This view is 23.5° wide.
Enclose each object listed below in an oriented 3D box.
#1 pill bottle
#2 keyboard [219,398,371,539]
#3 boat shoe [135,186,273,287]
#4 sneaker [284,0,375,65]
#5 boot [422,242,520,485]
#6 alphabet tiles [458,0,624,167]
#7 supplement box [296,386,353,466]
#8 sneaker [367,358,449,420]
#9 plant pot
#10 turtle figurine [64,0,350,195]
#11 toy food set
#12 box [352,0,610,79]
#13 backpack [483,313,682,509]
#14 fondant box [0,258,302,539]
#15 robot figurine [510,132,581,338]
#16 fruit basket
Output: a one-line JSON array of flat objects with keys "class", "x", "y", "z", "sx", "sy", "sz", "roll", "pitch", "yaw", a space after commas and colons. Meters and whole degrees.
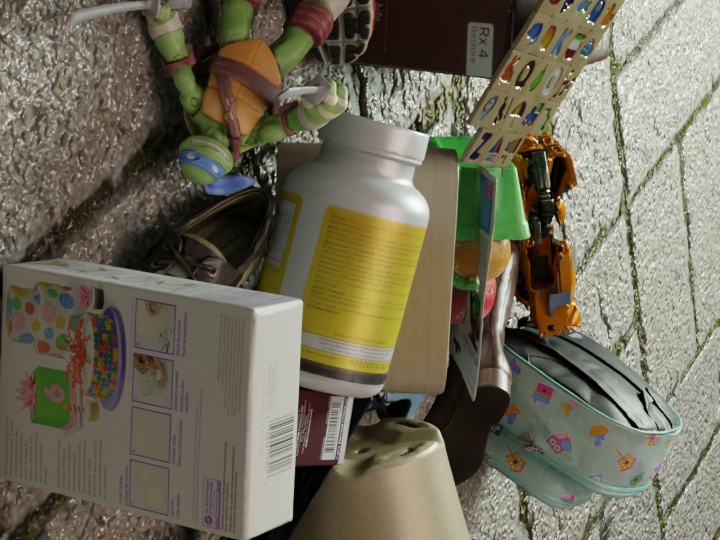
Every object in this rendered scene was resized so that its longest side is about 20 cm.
[{"class": "pill bottle", "x": -0.013, "y": -0.014, "z": 1.285, "sx": 0.112, "sy": 0.112, "sz": 0.200, "roll": 6, "pitch": 100, "yaw": -60}, {"class": "keyboard", "x": -0.074, "y": 0.164, "z": 1.334, "sx": 0.040, "sy": 0.104, "sz": 0.200, "roll": 51, "pitch": 51, "yaw": -23}, {"class": "boat shoe", "x": -0.122, "y": 0.000, "z": 1.211, "sx": 0.200, "sy": 0.073, "sz": 0.065, "roll": -55, "pitch": 172, "yaw": -51}, {"class": "sneaker", "x": -0.013, "y": -0.259, "z": 1.338, "sx": 0.085, "sy": 0.077, "sz": 0.200, "roll": -42, "pitch": 133, "yaw": -54}, {"class": "boot", "x": 0.095, "y": 0.088, "z": 1.629, "sx": 0.186, "sy": 0.064, "sz": 0.200, "roll": -53, "pitch": -158, "yaw": 40}, {"class": "alphabet tiles", "x": 0.148, "y": -0.168, "z": 1.367, "sx": 0.200, "sy": 0.006, "sz": 0.166, "roll": -59, "pitch": 159, "yaw": 15}, {"class": "supplement box", "x": -0.102, "y": 0.105, "z": 1.252, "sx": 0.200, "sy": 0.109, "sz": 0.061, "roll": 9, "pitch": 91, "yaw": -59}, {"class": "sneaker", "x": 0.015, "y": 0.077, "z": 1.478, "sx": 0.200, "sy": 0.078, "sz": 0.090, "roll": 49, "pitch": 60, "yaw": -53}, {"class": "plant pot", "x": 0.012, "y": 0.226, "z": 1.418, "sx": 0.200, "sy": 0.200, "sz": 0.184, "roll": -26, "pitch": 111, "yaw": -55}, {"class": "turtle figurine", "x": -0.071, "y": -0.165, "z": 1.197, "sx": 0.194, "sy": 0.144, "sz": 0.200, "roll": -67, "pitch": 151, "yaw": -29}, {"class": "toy food set", "x": 0.000, "y": 0.000, "z": 1.375, "sx": 0.060, "sy": 0.143, "sz": 0.200, "roll": -116, "pitch": -152, "yaw": -84}, {"class": "box", "x": 0.100, "y": -0.254, "z": 1.439, "sx": 0.200, "sy": 0.164, "sz": 0.166, "roll": -18, "pitch": 114, "yaw": -57}, {"class": "backpack", "x": 0.206, "y": 0.147, "z": 1.700, "sx": 0.176, "sy": 0.200, "sz": 0.154, "roll": 0, "pitch": 113, "yaw": -61}, {"class": "fondant box", "x": -0.136, "y": 0.077, "z": 1.094, "sx": 0.058, "sy": 0.200, "sz": 0.145, "roll": -14, "pitch": 110, "yaw": -59}, {"class": "robot figurine", "x": 0.173, "y": -0.046, "z": 1.666, "sx": 0.145, "sy": 0.058, "sz": 0.200, "roll": -115, "pitch": -161, "yaw": -66}, {"class": "fruit basket", "x": 0.084, "y": -0.012, "z": 1.517, "sx": 0.185, "sy": 0.094, "sz": 0.200, "roll": -109, "pitch": -153, "yaw": -68}]
